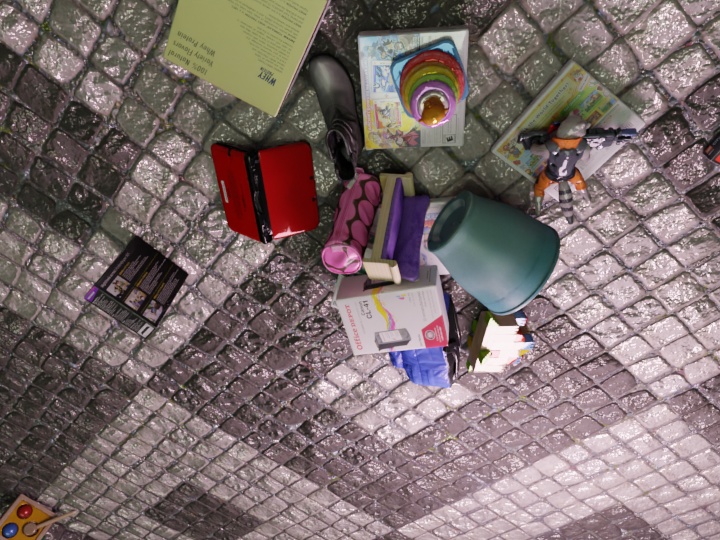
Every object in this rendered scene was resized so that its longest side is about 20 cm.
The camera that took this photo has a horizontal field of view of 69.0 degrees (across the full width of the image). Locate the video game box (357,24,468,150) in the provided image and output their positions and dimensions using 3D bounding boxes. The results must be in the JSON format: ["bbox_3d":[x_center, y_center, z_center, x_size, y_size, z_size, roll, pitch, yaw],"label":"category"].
[{"bbox_3d":[0.092,-0.315,0.919,0.181,0.047,0.201,-1,125,4],"label":"video game box"}]

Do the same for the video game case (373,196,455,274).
[{"bbox_3d":[0.119,-0.065,1.112,0.199,0.024,0.183,-5,125,10],"label":"video game case"}]

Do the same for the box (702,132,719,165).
[{"bbox_3d":[0.722,-0.250,0.898,0.136,0.038,0.200,22,125,-9],"label":"box"}]

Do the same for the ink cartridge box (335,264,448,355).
[{"bbox_3d":[0.067,0.082,1.047,0.199,0.086,0.148,-10,118,14],"label":"ink cartridge box"}]

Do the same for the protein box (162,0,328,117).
[{"bbox_3d":[-0.173,-0.398,0.834,0.198,0.135,0.200,25,124,-13],"label":"protein box"}]

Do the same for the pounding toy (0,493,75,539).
[{"bbox_3d":[-1.201,0.929,1.905,0.200,0.184,0.142,41,125,-15],"label":"pounding toy"}]

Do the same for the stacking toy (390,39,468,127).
[{"bbox_3d":[0.111,-0.264,0.803,0.116,0.200,0.110,-18,122,16],"label":"stacking toy"}]

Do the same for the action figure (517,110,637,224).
[{"bbox_3d":[0.383,-0.187,0.919,0.199,0.105,0.194,-6,135,14],"label":"action figure"}]

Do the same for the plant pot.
[{"bbox_3d":[0.237,-0.046,1.000,0.188,0.200,0.200,30,124,-16],"label":"plant pot"}]

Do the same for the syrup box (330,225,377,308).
[{"bbox_3d":[0.000,0.000,1.117,0.078,0.082,0.200,21,134,5],"label":"syrup box"}]

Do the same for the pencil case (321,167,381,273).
[{"bbox_3d":[-0.018,-0.096,0.996,0.090,0.201,0.094,8,148,6],"label":"pencil case"}]

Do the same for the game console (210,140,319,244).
[{"bbox_3d":[-0.194,-0.170,1.075,0.172,0.119,0.201,21,132,31],"label":"game console"}]

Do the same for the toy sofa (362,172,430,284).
[{"bbox_3d":[0.072,-0.081,0.988,0.097,0.201,0.083,6,157,14],"label":"toy sofa"}]

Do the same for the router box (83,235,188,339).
[{"bbox_3d":[-0.479,0.032,1.142,0.051,0.200,0.149,-38,113,26],"label":"router box"}]

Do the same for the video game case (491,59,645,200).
[{"bbox_3d":[0.373,-0.245,0.953,0.182,0.023,0.200,31,124,-15],"label":"video game case"}]

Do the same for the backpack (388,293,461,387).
[{"bbox_3d":[0.148,0.163,1.196,0.167,0.163,0.200,1,139,24],"label":"backpack"}]

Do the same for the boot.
[{"bbox_3d":[-0.040,-0.268,0.915,0.070,0.132,0.200,-16,123,18],"label":"boot"}]

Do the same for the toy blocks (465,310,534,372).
[{"bbox_3d":[0.337,0.167,1.224,0.136,0.100,0.201,0,127,-8],"label":"toy blocks"}]
